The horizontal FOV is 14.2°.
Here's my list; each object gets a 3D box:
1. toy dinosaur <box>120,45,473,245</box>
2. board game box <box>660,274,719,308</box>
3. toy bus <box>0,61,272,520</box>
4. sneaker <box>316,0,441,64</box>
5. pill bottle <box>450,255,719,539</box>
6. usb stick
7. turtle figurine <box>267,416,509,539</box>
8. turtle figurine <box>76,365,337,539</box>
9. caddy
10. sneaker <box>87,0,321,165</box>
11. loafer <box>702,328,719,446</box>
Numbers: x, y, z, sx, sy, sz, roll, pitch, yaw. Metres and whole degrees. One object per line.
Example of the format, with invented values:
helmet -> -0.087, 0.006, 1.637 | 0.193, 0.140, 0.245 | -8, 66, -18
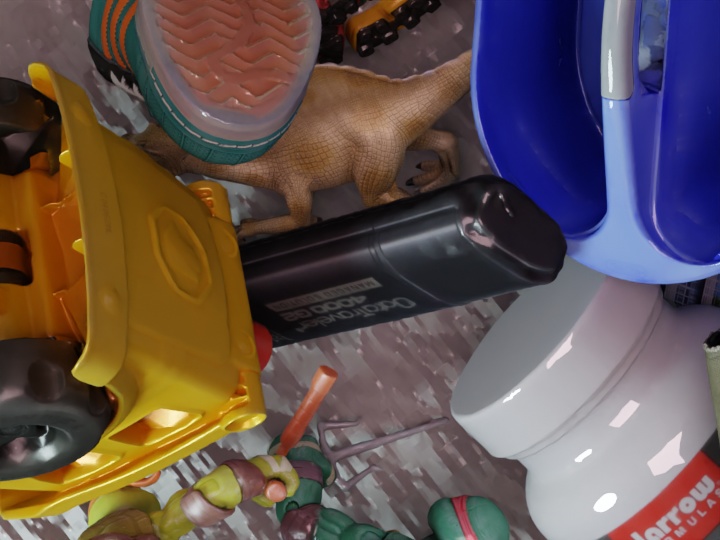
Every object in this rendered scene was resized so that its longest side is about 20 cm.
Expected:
toy dinosaur -> 0.006, -0.052, 1.142 | 0.199, 0.058, 0.101 | -20, 135, 12
board game box -> 0.198, -0.053, 1.110 | 0.199, 0.062, 0.201 | 22, 106, 25
toy bus -> -0.129, 0.034, 1.087 | 0.200, 0.192, 0.136 | -26, 61, 26
sneaker -> 0.037, -0.169, 1.138 | 0.200, 0.078, 0.082 | -33, 68, 7
pill bottle -> 0.137, 0.087, 1.128 | 0.200, 0.116, 0.116 | 42, 95, -12
usb stick -> 0.000, 0.000, 1.115 | 0.055, 0.200, 0.033 | 31, 63, -29
turtle figurine -> 0.000, 0.135, 1.170 | 0.200, 0.101, 0.150 | -36, 89, 12
turtle figurine -> -0.082, 0.126, 1.119 | 0.200, 0.161, 0.064 | -38, 124, 16
caddy -> 0.114, -0.097, 1.044 | 0.141, 0.105, 0.201 | 12, 110, 29
sneaker -> -0.063, -0.088, 1.102 | 0.071, 0.200, 0.080 | 9, 124, -16
loafer -> 0.155, 0.038, 1.020 | 0.069, 0.075, 0.201 | 19, 114, 11
